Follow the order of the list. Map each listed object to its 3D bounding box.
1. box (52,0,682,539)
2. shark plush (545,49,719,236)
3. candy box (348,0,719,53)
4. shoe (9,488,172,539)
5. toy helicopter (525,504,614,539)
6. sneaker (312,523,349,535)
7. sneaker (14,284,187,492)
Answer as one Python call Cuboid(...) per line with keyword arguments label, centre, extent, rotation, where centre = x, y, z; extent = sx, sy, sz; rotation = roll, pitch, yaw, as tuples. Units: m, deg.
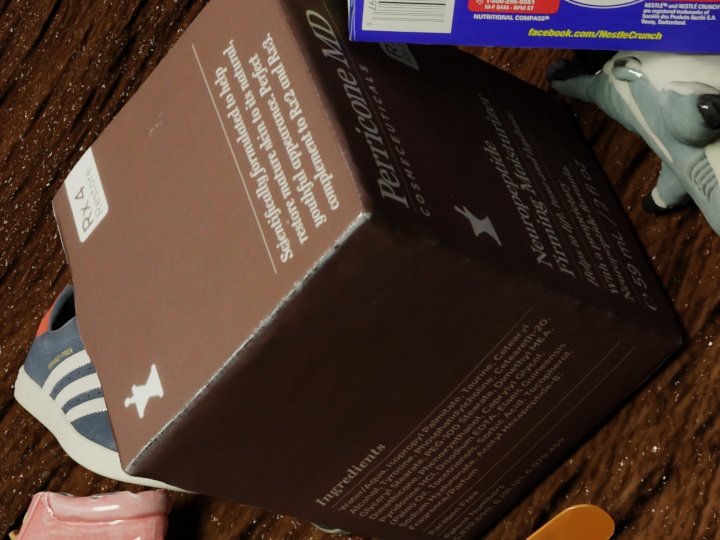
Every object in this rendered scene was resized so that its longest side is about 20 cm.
Cuboid(label="box", centre=(0.000, 0.000, 0.859), extent=(0.164, 0.199, 0.167), rotation=(-45, 46, 26))
Cuboid(label="shark plush", centre=(0.130, -0.057, 0.843), extent=(0.199, 0.090, 0.084), rotation=(26, 124, 46))
Cuboid(label="candy box", centre=(0.075, -0.189, 0.848), extent=(0.077, 0.167, 0.201), rotation=(95, 174, -47))
Cuboid(label="shoe", centre=(-0.173, 0.170, 1.076), extent=(0.199, 0.071, 0.092), rotation=(-12, 78, 40))
Cuboid(label="toy helicopter", centre=(0.037, 0.165, 0.830), extent=(0.198, 0.079, 0.133), rotation=(-3, 44, 31))
Cuboid(label="sneaker", centre=(-0.064, 0.052, 0.982), extent=(0.075, 0.106, 0.200), rotation=(-54, 42, 17))
Cuboid(label="sneaker", centre=(-0.131, 0.060, 1.080), extent=(0.199, 0.075, 0.085), rotation=(26, 98, 51))
